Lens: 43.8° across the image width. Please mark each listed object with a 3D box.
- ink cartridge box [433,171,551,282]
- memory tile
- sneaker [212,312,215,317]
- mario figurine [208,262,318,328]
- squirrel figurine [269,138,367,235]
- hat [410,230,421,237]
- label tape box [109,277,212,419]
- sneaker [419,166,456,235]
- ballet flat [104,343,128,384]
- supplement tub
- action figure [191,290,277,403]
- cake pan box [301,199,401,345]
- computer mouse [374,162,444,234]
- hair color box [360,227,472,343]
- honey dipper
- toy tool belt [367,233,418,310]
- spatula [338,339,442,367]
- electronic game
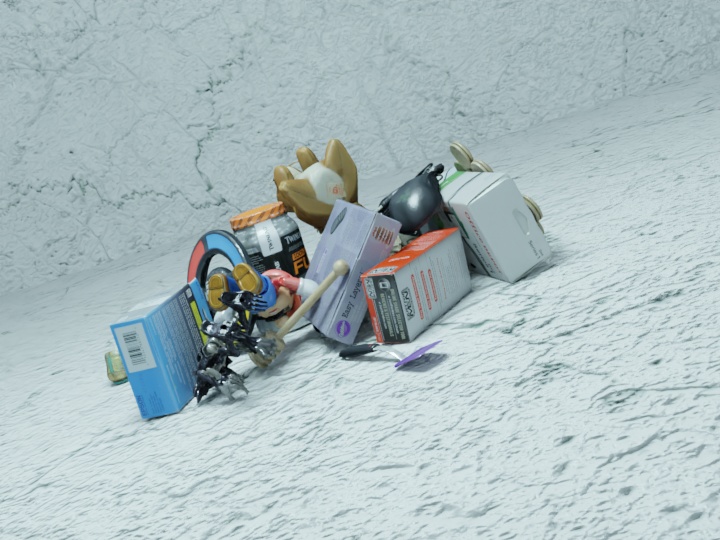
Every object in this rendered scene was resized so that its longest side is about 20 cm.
[{"bbox_3d":[0.193,-0.072,1.398,0.084,0.147,0.200,-35,13,-8],"label":"ink cartridge box"},{"bbox_3d":[0.222,-0.119,1.436,0.017,0.200,0.154,-42,-29,-7],"label":"memory tile"},{"bbox_3d":[-0.266,0.081,1.628,0.079,0.075,0.200,-19,11,-15],"label":"sneaker"},{"bbox_3d":[-0.137,0.049,1.308,0.122,0.108,0.200,14,-2,22],"label":"mario figurine"},{"bbox_3d":[-0.076,-0.117,1.579,0.142,0.200,0.186,-51,20,-22],"label":"squirrel figurine"},{"bbox_3d":[0.076,-0.031,1.598,0.197,0.082,0.201,-12,19,4],"label":"hat"},{"bbox_3d":[-0.278,0.109,1.322,0.065,0.146,0.200,-14,12,14],"label":"label tape box"},{"bbox_3d":[0.136,-0.110,1.560,0.070,0.074,0.201,-20,22,37],"label":"sneaker"},{"bbox_3d":[-0.396,0.136,1.591,0.070,0.072,0.200,-15,11,14],"label":"ballet flat"},{"bbox_3d":[-0.145,-0.005,1.505,0.121,0.203,0.123,-17,12,4],"label":"supplement tub"},{"bbox_3d":[-0.176,0.119,1.231,0.201,0.101,0.120,112,-176,-53],"label":"action figure"},{"bbox_3d":[-0.026,0.000,1.347,0.052,0.203,0.184,22,0,-20],"label":"cake pan box"},{"bbox_3d":[0.077,-0.118,1.427,0.138,0.053,0.200,-39,16,12],"label":"computer mouse"},{"bbox_3d":[0.085,0.018,1.283,0.060,0.103,0.199,-5,16,34],"label":"hair color box"},{"bbox_3d":[-0.086,0.060,1.282,0.200,0.038,0.038,-47,4,16],"label":"honey dipper"},{"bbox_3d":[0.000,0.000,1.461,0.197,0.127,0.122,-11,4,34],"label":"toy tool belt"},{"bbox_3d":[0.032,0.105,1.161,0.056,0.021,0.199,-28,14,-34],"label":"spatula"},{"bbox_3d":[-0.228,0.035,1.465,0.041,0.204,0.198,-7,1,-41],"label":"electronic game"}]
